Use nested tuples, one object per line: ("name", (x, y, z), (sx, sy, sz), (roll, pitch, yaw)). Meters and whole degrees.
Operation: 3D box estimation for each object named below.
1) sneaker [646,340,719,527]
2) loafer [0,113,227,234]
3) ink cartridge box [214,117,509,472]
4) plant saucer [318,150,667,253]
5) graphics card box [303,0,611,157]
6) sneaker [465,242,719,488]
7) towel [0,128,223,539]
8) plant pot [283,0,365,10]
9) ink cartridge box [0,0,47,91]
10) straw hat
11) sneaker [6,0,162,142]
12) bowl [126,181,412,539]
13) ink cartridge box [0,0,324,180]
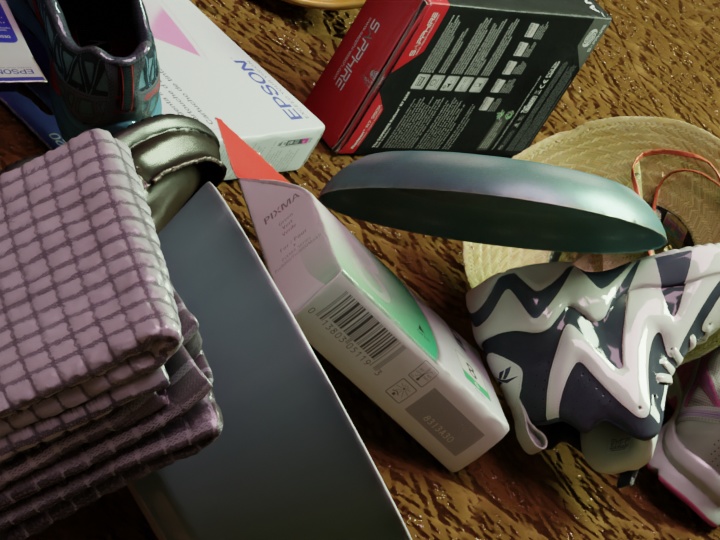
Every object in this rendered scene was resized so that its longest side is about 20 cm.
("sneaker", (0.234, 0.074, 1.777), (0.081, 0.088, 0.200), (40, 26, -12))
("loafer", (-0.136, -0.029, 1.593), (0.071, 0.073, 0.200), (53, 36, 11))
("ink cartridge box", (0.000, 0.000, 1.645), (0.161, 0.050, 0.200), (43, 18, -36))
("plant saucer", (0.076, -0.040, 1.664), (0.200, 0.027, 0.200), (8, -6, 1))
("graphics card box", (0.065, -0.136, 1.927), (0.200, 0.126, 0.051), (-1, 41, -48))
("sneaker", (0.164, 0.059, 1.683), (0.199, 0.079, 0.130), (-4, 75, -30))
("towel", (-0.168, 0.042, 1.294), (0.086, 0.200, 0.166), (63, 1, -41))
("plant pot", (-0.024, -0.298, 2.059), (0.200, 0.200, 0.183), (27, 11, -11))
("ink cartridge box", (-0.255, -0.150, 1.668), (0.099, 0.039, 0.200), (-1, 38, -25))
("straw hat", (0.162, 0.006, 1.813), (0.200, 0.085, 0.201), (-1, 55, 1))
("sneaker", (-0.157, -0.166, 1.691), (0.079, 0.096, 0.200), (-14, 57, -20))
("bowl", (-0.067, 0.069, 1.391), (0.201, 0.105, 0.201), (61, -2, 4))
("ink cartridge box", (-0.148, -0.127, 1.771), (0.196, 0.043, 0.200), (44, 27, 21))
